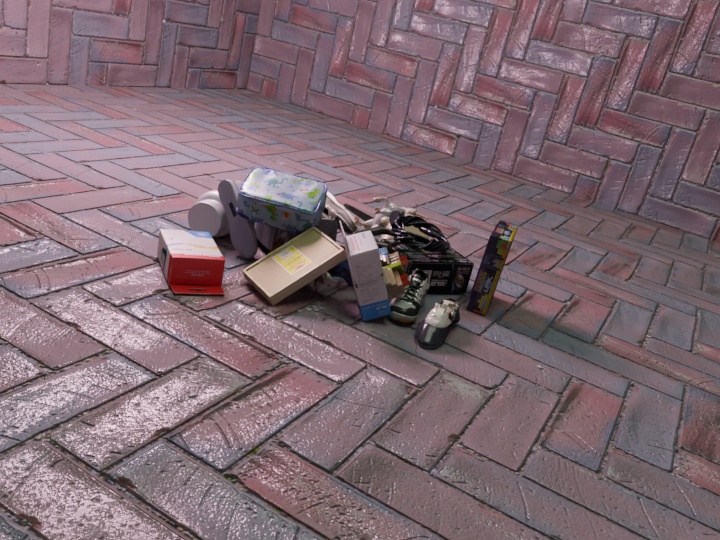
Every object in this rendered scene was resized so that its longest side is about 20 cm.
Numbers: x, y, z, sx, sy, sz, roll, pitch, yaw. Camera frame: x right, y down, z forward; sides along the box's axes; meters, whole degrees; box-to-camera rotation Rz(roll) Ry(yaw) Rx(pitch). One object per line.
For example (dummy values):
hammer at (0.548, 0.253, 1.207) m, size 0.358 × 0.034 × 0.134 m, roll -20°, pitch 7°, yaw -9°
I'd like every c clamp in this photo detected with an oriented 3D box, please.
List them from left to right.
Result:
c clamp at (0.083, -0.082, 1.729) m, size 0.170 × 0.027 × 0.199 m, roll 26°, pitch 24°, yaw 33°

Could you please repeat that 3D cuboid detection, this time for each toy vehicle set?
toy vehicle set at (-0.146, -0.014, 1.497) m, size 0.199 × 0.027 × 0.124 m, roll -33°, pitch 46°, yaw -19°

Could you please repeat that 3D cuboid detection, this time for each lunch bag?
lunch bag at (-0.183, -0.169, 1.611) m, size 0.199 × 0.083 × 0.161 m, roll 15°, pitch 40°, yaw 1°

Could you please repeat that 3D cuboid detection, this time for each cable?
cable at (0.150, -0.086, 1.712) m, size 0.162 × 0.051 × 0.200 m, roll 23°, pitch 19°, yaw -15°

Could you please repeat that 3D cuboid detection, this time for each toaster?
toaster at (-0.179, -0.109, 1.747) m, size 0.199 × 0.119 × 0.181 m, roll 0°, pitch 24°, yaw -32°

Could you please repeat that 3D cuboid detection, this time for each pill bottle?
pill bottle at (-0.357, -0.153, 1.742) m, size 0.119 × 0.120 × 0.200 m, roll 17°, pitch 21°, yaw 8°

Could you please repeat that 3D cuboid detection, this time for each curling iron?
curling iron at (0.026, -0.158, 2.055) m, size 0.199 × 0.026 × 0.050 m, roll 21°, pitch 35°, yaw -34°

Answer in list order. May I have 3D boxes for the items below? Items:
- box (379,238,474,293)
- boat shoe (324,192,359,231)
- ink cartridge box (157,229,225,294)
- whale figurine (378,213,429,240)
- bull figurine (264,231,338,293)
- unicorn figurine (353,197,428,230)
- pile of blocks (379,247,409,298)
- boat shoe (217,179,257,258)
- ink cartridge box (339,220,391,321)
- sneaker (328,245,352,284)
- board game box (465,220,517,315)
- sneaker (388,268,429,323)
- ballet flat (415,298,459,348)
box at (0.163, -0.013, 1.756) m, size 0.199 × 0.087 × 0.164 m, roll 0°, pitch 24°, yaw -30°
boat shoe at (-0.071, -0.169, 2.053) m, size 0.060 × 0.072 × 0.202 m, roll -38°, pitch 47°, yaw -6°
ink cartridge box at (-0.365, -0.020, 1.468) m, size 0.115 × 0.068 × 0.200 m, roll 2°, pitch 24°, yaw -28°
whale figurine at (0.095, -0.073, 1.878) m, size 0.199 × 0.104 × 0.160 m, roll -30°, pitch 82°, yaw -34°
bull figurine at (-0.133, -0.018, 1.569) m, size 0.199 × 0.065 × 0.122 m, roll 15°, pitch 57°, yaw 21°
unicorn figurine at (0.073, -0.157, 1.964) m, size 0.137 × 0.199 × 0.074 m, roll 14°, pitch 58°, yaw -49°
pile of blocks at (0.078, -0.016, 1.560) m, size 0.062 × 0.082 × 0.200 m, roll -20°, pitch 27°, yaw 5°
boat shoe at (-0.286, -0.128, 1.659) m, size 0.071 × 0.201 × 0.070 m, roll -24°, pitch -6°, yaw 33°
ink cartridge box at (0.010, -0.007, 1.474) m, size 0.066 × 0.201 × 0.116 m, roll -13°, pitch 24°, yaw -3°
sneaker at (0.000, 0.000, 1.644) m, size 0.199 × 0.078 × 0.076 m, roll 21°, pitch 39°, yaw -31°
board game box at (0.329, -0.010, 1.694) m, size 0.056 × 0.201 × 0.165 m, roll 20°, pitch 21°, yaw 13°
sneaker at (0.113, 0.052, 1.559) m, size 0.075 × 0.088 × 0.200 m, roll 19°, pitch 22°, yaw 8°
ballet flat at (0.173, 0.105, 1.486) m, size 0.073 × 0.074 × 0.200 m, roll 21°, pitch 22°, yaw 19°
